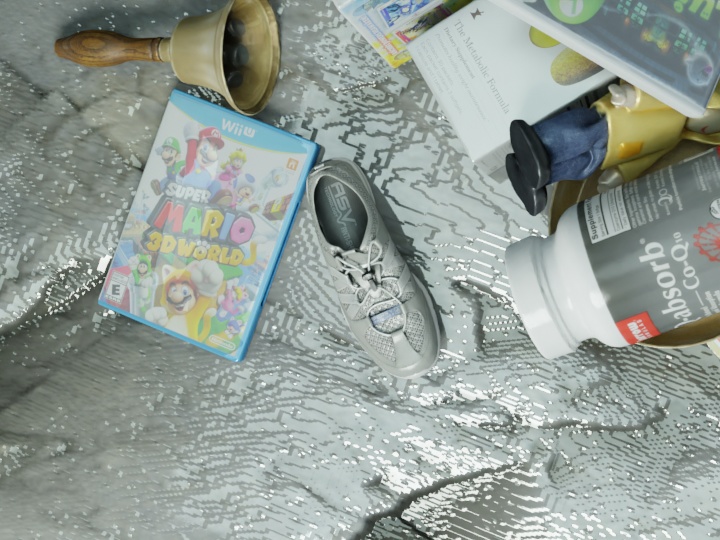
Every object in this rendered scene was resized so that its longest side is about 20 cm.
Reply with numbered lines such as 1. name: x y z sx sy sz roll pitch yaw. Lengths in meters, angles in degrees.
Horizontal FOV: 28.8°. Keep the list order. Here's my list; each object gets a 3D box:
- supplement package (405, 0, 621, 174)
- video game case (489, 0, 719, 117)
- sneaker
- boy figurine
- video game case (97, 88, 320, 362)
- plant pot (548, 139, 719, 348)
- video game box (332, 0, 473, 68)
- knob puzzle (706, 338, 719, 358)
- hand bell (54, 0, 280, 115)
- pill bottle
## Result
1. supplement package: 0.153 -0.180 1.122 0.199 0.109 0.115 -32 84 9
2. video game case: 0.202 -0.235 1.002 0.198 0.023 0.184 25 88 -22
3. sneaker: 0.000 0.000 1.164 0.074 0.082 0.202 -29 84 9
4. boy figurine: 0.210 -0.104 1.082 0.198 0.125 0.065 -16 56 -13
5. video game case: -0.134 -0.040 1.224 0.142 0.018 0.202 21 93 12
6. plant pot: 0.251 -0.038 1.128 0.197 0.027 0.203 -3 82 20
7. video game box: 0.072 -0.243 1.095 0.181 0.200 0.047 -34 79 8
8. knob puzzle: 0.349 0.007 1.121 0.217 0.030 0.223 0 90 12
9. hand bell: -0.179 -0.190 1.215 0.198 0.104 0.106 5 90 24
10. pill bottle: 0.218 -0.010 1.061 0.198 0.116 0.117 -22 85 18
